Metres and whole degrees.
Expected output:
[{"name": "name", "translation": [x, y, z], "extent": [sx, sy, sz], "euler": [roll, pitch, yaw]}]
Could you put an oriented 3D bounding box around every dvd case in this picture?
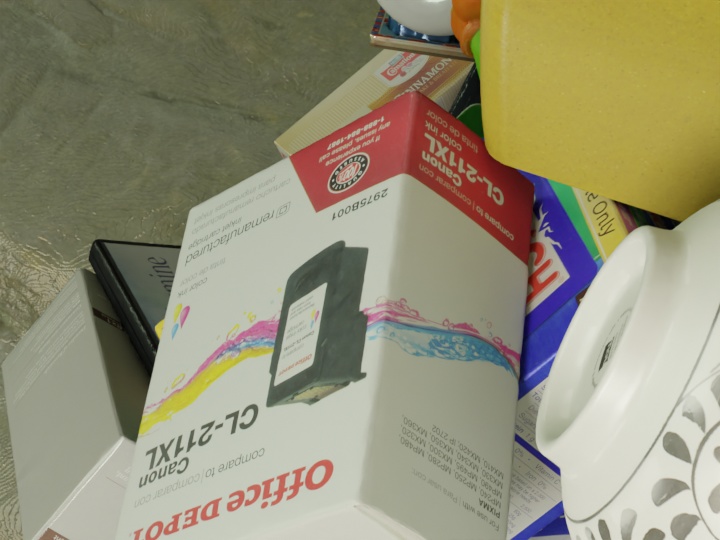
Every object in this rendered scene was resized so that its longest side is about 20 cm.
[{"name": "dvd case", "translation": [-0.044, 0.029, 0.995], "extent": [0.143, 0.200, 0.018], "euler": [53, 131, 50]}]

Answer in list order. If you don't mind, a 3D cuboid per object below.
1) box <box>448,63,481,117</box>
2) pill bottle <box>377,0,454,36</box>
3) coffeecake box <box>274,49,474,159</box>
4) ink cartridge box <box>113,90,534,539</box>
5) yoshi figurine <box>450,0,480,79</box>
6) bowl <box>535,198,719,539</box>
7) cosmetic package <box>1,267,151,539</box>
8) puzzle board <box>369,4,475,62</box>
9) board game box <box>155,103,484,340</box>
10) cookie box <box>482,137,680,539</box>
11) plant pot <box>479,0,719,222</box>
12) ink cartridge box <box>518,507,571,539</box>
[{"name": "box", "translation": [0.098, -0.040, 1.164], "extent": [0.200, 0.117, 0.197], "euler": [-80, 16, -68]}, {"name": "pill bottle", "translation": [0.096, -0.215, 1.109], "extent": [0.200, 0.112, 0.112], "euler": [-20, -36, -53]}, {"name": "coffeecake box", "translation": [0.040, -0.070, 1.323], "extent": [0.154, 0.073, 0.200], "euler": [-41, -36, -10]}, {"name": "ink cartridge box", "translation": [-0.013, 0.046, 0.709], "extent": [0.146, 0.083, 0.200], "euler": [-25, 42, 36]}, {"name": "yoshi figurine", "translation": [0.122, -0.087, 0.953], "extent": [0.112, 0.112, 0.200], "euler": [-29, 64, 21]}, {"name": "bowl", "translation": [0.121, 0.044, 0.599], "extent": [0.201, 0.094, 0.201], "euler": [-156, 90, -85]}, {"name": "cosmetic package", "translation": [-0.125, 0.093, 0.936], "extent": [0.090, 0.107, 0.200], "euler": [-50, 29, 8]}, {"name": "puzzle board", "translation": [0.111, -0.161, 1.156], "extent": [0.151, 0.200, 0.017], "euler": [-77, -5, -68]}, {"name": "board game box", "translation": [0.000, 0.000, 0.889], "extent": [0.200, 0.096, 0.030], "euler": [-37, 40, 3]}, {"name": "cookie box", "translation": [0.056, 0.035, 0.785], "extent": [0.200, 0.075, 0.171], "euler": [-41, 31, 19]}, {"name": "plant pot", "translation": [0.147, -0.128, 0.705], "extent": [0.200, 0.200, 0.176], "euler": [-70, -3, -49]}, {"name": "ink cartridge box", "translation": [0.070, 0.089, 0.831], "extent": [0.198, 0.047, 0.200], "euler": [-15, 46, 50]}]
